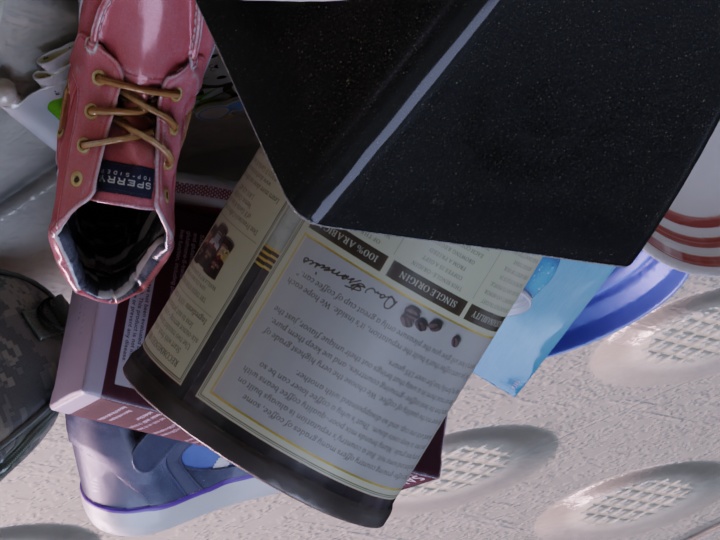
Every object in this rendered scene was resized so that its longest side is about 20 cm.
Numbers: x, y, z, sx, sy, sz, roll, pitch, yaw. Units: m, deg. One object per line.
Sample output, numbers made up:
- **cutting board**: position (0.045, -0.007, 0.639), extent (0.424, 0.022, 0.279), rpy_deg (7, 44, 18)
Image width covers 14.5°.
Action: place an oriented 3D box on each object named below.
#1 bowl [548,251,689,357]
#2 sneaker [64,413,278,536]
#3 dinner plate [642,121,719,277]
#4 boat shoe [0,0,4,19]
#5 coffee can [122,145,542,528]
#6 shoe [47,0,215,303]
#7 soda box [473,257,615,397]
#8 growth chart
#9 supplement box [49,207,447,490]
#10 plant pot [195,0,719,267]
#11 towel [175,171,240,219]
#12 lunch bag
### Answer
- **bowl**: position (0.100, 0.002, 1.708), extent (0.200, 0.039, 0.201), rpy_deg (-13, 157, -6)
- **sneaker**: position (-0.073, 0.049, 1.549), extent (0.200, 0.081, 0.147), rpy_deg (-23, 130, -31)
- **dinner plate**: position (0.169, -0.097, 1.361), extent (0.200, 0.201, 0.024), rpy_deg (6, -179, -41)
- **boat shoe**: position (-0.227, -0.082, 1.281), extent (0.062, 0.075, 0.200), rpy_deg (7, 144, -32)
- **coffee can**: position (0.000, 0.000, 1.345), extent (0.200, 0.146, 0.146), rpy_deg (-58, 146, 5)
- **shoe**: position (-0.102, -0.074, 1.303), extent (0.071, 0.091, 0.200), rpy_deg (6, 140, -13)
- **soda box**: position (0.104, -0.040, 1.429), extent (0.068, 0.064, 0.200), rpy_deg (31, 102, -27)
- **growth chart**: position (-0.081, -0.101, 1.391), extent (0.200, 0.018, 0.145), rpy_deg (-23, 157, 20)
- **supplement box**: position (-0.051, 0.040, 1.469), extent (0.199, 0.109, 0.061), rpy_deg (15, 163, -19)
- **plant pot**: position (0.061, -0.142, 1.187), extent (0.199, 0.200, 0.177), rpy_deg (7, 135, -41)
- **towel**: position (-0.062, -0.012, 1.534), extent (0.146, 0.030, 0.200), rpy_deg (7, 159, -2)
- **lunch bag**: position (-0.261, 0.083, 1.563), extent (0.168, 0.140, 0.200), rpy_deg (-23, 170, -45)
